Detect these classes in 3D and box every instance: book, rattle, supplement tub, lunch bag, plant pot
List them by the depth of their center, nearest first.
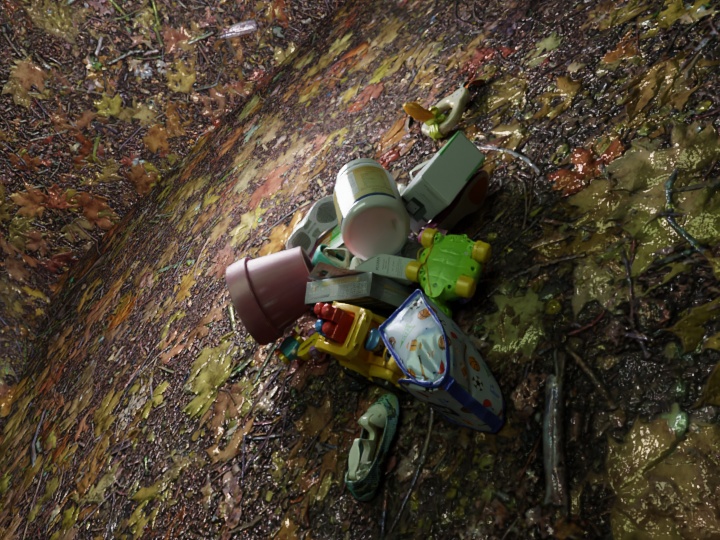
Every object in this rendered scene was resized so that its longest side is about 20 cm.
[{"bbox_3d":[0.135,0.159,1.005,0.124,0.169,0.201,-45,33,8],"label":"lunch bag"},{"bbox_3d":[0.018,-0.133,1.298,0.143,0.144,0.202,-37,34,16],"label":"supplement tub"},{"bbox_3d":[-0.186,0.043,1.426,0.176,0.202,0.201,-26,35,3],"label":"plant pot"},{"bbox_3d":[-0.085,-0.048,1.537,0.198,0.048,0.135,-34,29,23],"label":"book"},{"bbox_3d":[0.211,-0.452,1.597,0.201,0.142,0.130,-52,13,5],"label":"rattle"}]

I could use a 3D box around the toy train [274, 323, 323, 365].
[{"bbox_3d":[-0.108,0.149,1.418,0.197,0.056,0.152,-23,36,38],"label":"toy train"}]

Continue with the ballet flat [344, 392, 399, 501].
[{"bbox_3d":[0.019,0.297,1.096,0.073,0.074,0.203,-17,43,38],"label":"ballet flat"}]

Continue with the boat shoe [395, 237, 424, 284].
[{"bbox_3d":[0.098,-0.044,1.342,0.075,0.086,0.202,-45,32,4],"label":"boat shoe"}]

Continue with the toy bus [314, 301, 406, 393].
[{"bbox_3d":[0.004,0.125,1.168,0.198,0.191,0.138,8,68,51],"label":"toy bus"}]

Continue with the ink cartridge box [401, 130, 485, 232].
[{"bbox_3d":[0.161,-0.185,1.332,0.147,0.084,0.200,-51,4,-20],"label":"ink cartridge box"}]

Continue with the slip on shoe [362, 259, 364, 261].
[{"bbox_3d":[0.024,-0.055,1.383,0.075,0.061,0.200,-31,32,-5],"label":"slip on shoe"}]

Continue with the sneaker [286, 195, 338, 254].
[{"bbox_3d":[-0.123,-0.114,1.565,0.200,0.078,0.099,-46,15,-16],"label":"sneaker"}]

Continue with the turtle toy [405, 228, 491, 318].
[{"bbox_3d":[0.163,0.020,1.181,0.143,0.102,0.203,17,68,29],"label":"turtle toy"}]

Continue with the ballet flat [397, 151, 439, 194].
[{"bbox_3d":[0.134,-0.202,1.476,0.200,0.075,0.068,-47,33,3],"label":"ballet flat"}]

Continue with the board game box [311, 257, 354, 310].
[{"bbox_3d":[-0.077,0.005,1.545,0.152,0.040,0.202,13,66,54],"label":"board game box"}]

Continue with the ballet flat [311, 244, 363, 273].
[{"bbox_3d":[-0.029,-0.007,1.400,0.197,0.067,0.072,25,115,28],"label":"ballet flat"}]

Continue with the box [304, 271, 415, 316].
[{"bbox_3d":[0.005,0.057,1.278,0.197,0.156,0.050,-10,67,45],"label":"box"}]

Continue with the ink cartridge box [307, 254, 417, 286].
[{"bbox_3d":[0.000,0.000,1.265,0.160,0.195,0.049,137,143,-72],"label":"ink cartridge box"}]

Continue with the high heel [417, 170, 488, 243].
[{"bbox_3d":[0.199,-0.134,1.342,0.095,0.067,0.203,24,84,55],"label":"high heel"}]
